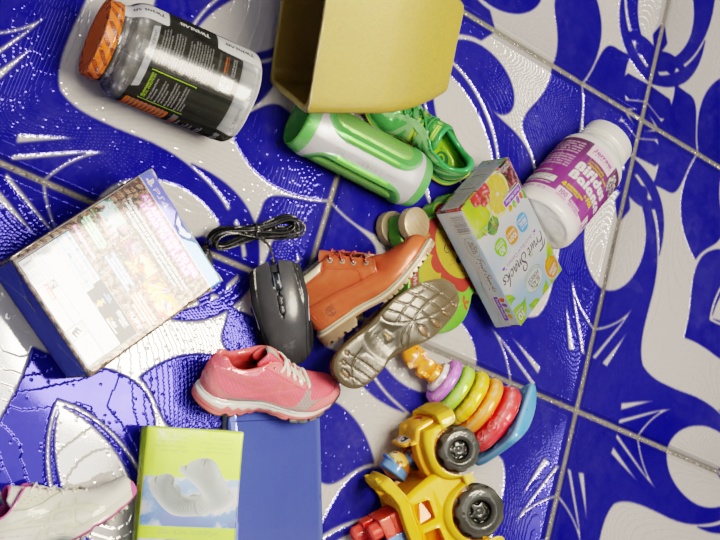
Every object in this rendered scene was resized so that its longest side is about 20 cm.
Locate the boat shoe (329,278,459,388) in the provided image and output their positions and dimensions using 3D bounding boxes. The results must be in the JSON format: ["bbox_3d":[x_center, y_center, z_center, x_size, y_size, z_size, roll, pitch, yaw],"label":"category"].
[{"bbox_3d":[0.039,0.076,1.455,0.200,0.068,0.072,-37,101,-13],"label":"boat shoe"}]

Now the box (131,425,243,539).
[{"bbox_3d":[-0.210,0.291,1.340,0.121,0.048,0.201,6,81,-17],"label":"box"}]

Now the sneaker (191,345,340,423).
[{"bbox_3d":[-0.106,0.136,1.395,0.199,0.074,0.087,4,123,-30],"label":"sneaker"}]

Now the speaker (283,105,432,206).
[{"bbox_3d":[-0.002,-0.160,1.506,0.199,0.088,0.089,25,72,-26],"label":"speaker"}]

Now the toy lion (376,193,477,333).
[{"bbox_3d":[0.116,-0.009,1.578,0.191,0.069,0.201,4,82,-38],"label":"toy lion"}]

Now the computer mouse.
[{"bbox_3d":[-0.131,0.033,1.414,0.140,0.046,0.201,-5,101,-8],"label":"computer mouse"}]

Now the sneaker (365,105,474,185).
[{"bbox_3d":[0.086,-0.202,1.564,0.200,0.083,0.074,39,67,-20],"label":"sneaker"}]

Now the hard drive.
[{"bbox_3d":[-0.111,0.273,1.424,0.131,0.025,0.201,2,83,-31],"label":"hard drive"}]

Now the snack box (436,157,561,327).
[{"bbox_3d":[0.202,-0.041,1.593,0.142,0.053,0.200,-46,117,-38],"label":"snack box"}]

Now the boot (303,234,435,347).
[{"bbox_3d":[0.000,0.000,1.457,0.200,0.075,0.107,-37,93,7],"label":"boot"}]

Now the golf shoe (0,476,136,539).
[{"bbox_3d":[-0.350,0.270,1.258,0.200,0.075,0.092,-25,93,-31],"label":"golf shoe"}]

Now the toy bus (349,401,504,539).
[{"bbox_3d":[0.070,0.298,1.481,0.191,0.136,0.201,-21,93,-15],"label":"toy bus"}]

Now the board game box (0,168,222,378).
[{"bbox_3d":[-0.295,0.005,1.306,0.200,0.097,0.160,-37,103,-29],"label":"board game box"}]

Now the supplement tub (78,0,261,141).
[{"bbox_3d":[-0.232,-0.246,1.360,0.199,0.122,0.123,21,74,-28],"label":"supplement tub"}]

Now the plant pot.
[{"bbox_3d":[0.015,-0.306,1.419,0.199,0.194,0.196,3,109,-20],"label":"plant pot"}]

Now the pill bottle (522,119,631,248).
[{"bbox_3d":[0.323,-0.135,1.679,0.112,0.112,0.200,50,63,-16],"label":"pill bottle"}]

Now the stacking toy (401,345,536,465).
[{"bbox_3d":[0.134,0.167,1.547,0.200,0.110,0.116,37,45,-9],"label":"stacking toy"}]
